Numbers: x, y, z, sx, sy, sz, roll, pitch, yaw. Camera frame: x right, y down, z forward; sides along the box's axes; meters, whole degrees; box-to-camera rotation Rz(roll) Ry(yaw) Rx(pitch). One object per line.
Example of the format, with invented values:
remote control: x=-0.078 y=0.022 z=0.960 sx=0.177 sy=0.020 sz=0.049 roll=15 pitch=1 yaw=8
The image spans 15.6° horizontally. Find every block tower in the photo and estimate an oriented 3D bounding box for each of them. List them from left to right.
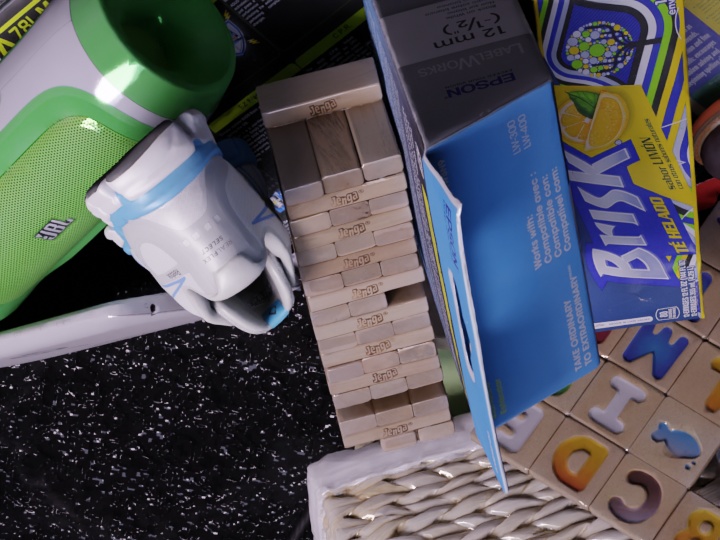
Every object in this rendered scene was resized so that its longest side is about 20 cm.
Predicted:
block tower: x=0.000 y=0.000 z=1.159 sx=0.054 sy=0.058 sz=0.201 roll=-15 pitch=137 yaw=-1

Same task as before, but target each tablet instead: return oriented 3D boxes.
tablet: x=-0.138 y=0.031 z=1.245 sx=0.199 sy=0.014 sz=0.130 roll=-15 pitch=176 yaw=40

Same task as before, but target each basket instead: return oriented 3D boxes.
basket: x=0.095 y=0.179 z=1.272 sx=0.199 sy=0.161 sz=0.199 roll=-17 pitch=139 yaw=-6

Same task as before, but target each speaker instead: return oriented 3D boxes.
speaker: x=-0.142 y=-0.051 z=1.157 sx=0.088 sy=0.089 sz=0.200 roll=32 pitch=128 yaw=-23

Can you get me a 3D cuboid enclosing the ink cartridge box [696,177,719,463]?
ink cartridge box: x=0.222 y=0.033 z=1.288 sx=0.160 sy=0.050 sz=0.200 roll=-23 pitch=129 yaw=23

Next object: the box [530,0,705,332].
box: x=0.112 y=-0.067 z=1.153 sx=0.064 sy=0.070 sz=0.201 roll=-8 pitch=132 yaw=4

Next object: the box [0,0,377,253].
box: x=-0.062 y=-0.097 z=1.194 sx=0.200 sy=0.048 sz=0.193 roll=-35 pitch=119 yaw=31

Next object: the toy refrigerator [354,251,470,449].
toy refrigerator: x=0.035 y=0.087 z=1.335 sx=0.075 sy=0.070 sz=0.201 roll=5 pitch=133 yaw=-1

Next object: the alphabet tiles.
alphabet tiles: x=0.151 y=0.045 z=1.212 sx=0.199 sy=0.167 sz=0.008 roll=31 pitch=162 yaw=20

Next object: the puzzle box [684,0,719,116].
puzzle box: x=0.178 y=-0.158 z=1.132 sx=0.133 sy=0.026 sz=0.200 roll=34 pitch=126 yaw=-25

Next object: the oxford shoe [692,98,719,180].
oxford shoe: x=0.247 y=-0.057 z=1.170 sx=0.199 sy=0.073 sz=0.071 roll=-8 pitch=148 yaw=5

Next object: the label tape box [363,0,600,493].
label tape box: x=0.055 y=-0.028 z=1.082 sx=0.066 sy=0.200 sz=0.144 roll=-15 pitch=124 yaw=-3

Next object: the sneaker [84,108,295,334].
sneaker: x=-0.062 y=-0.009 z=1.123 sx=0.075 sy=0.200 sz=0.087 roll=-39 pitch=86 yaw=4
